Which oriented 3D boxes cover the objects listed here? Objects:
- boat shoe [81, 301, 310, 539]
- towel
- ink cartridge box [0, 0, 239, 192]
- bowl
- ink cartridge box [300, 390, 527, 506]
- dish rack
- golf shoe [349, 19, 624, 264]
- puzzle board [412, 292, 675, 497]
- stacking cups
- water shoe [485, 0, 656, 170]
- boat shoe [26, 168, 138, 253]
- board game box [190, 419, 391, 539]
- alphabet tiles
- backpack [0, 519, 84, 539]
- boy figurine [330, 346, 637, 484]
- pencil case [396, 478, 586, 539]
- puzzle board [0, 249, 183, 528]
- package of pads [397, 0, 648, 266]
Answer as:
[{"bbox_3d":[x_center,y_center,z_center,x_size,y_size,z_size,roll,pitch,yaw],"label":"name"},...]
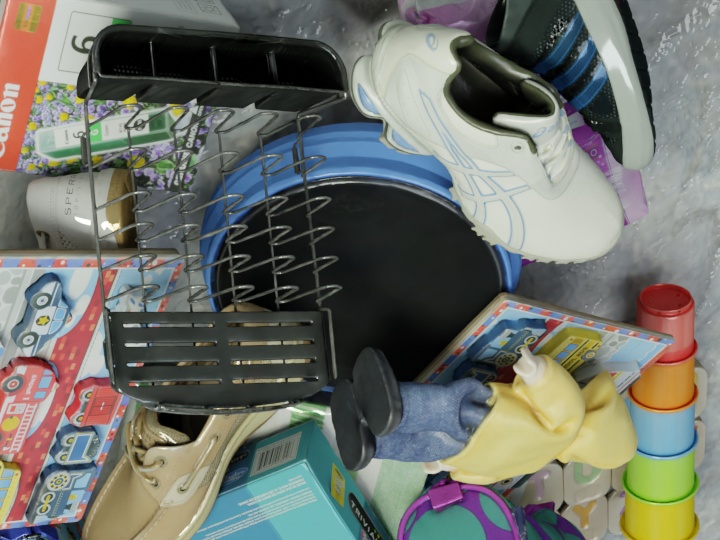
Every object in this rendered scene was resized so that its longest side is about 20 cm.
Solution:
[{"bbox_3d":[-0.114,0.100,1.067,0.201,0.071,0.064,-54,142,8],"label":"boat shoe"},{"bbox_3d":[-0.062,0.145,1.149,0.198,0.023,0.153,14,121,0],"label":"towel"},{"bbox_3d":[-0.177,-0.110,0.978,0.199,0.050,0.110,6,118,-28],"label":"ink cartridge box"},{"bbox_3d":[0.000,0.000,1.084,0.199,0.040,0.202,1,133,1],"label":"bowl"},{"bbox_3d":[0.023,0.152,1.240,0.199,0.047,0.161,2,119,-32],"label":"ink cartridge box"},{"bbox_3d":[-0.075,-0.025,0.948,0.152,0.054,0.202,0,77,-31],"label":"dish rack"},{"bbox_3d":[0.088,-0.066,0.986,0.199,0.097,0.079,33,72,-27],"label":"golf shoe"},{"bbox_3d":[0.091,0.093,1.151,0.150,0.017,0.200,14,134,-34],"label":"puzzle board"},{"bbox_3d":[0.211,0.105,1.264,0.060,0.061,0.201,-16,121,-14],"label":"stacking cups"},{"bbox_3d":[0.112,-0.135,0.999,0.078,0.072,0.201,-14,130,16],"label":"water shoe"},{"bbox_3d":[-0.166,0.011,1.043,0.069,0.071,0.201,5,138,-1],"label":"boat shoe"},{"bbox_3d":[-0.048,0.209,1.145,0.150,0.047,0.201,-23,115,19],"label":"board game box"},{"bbox_3d":[0.165,0.131,1.302,0.199,0.015,0.197,-14,124,-14],"label":"alphabet tiles"},{"bbox_3d":[-0.209,0.243,1.093,0.134,0.200,0.183,-30,127,-3],"label":"backpack"},{"bbox_3d":[0.088,0.086,1.073,0.199,0.065,0.125,2,142,-26],"label":"boy figurine"},{"bbox_3d":[0.095,0.190,1.179,0.084,0.093,0.200,-9,163,19],"label":"pencil case"},{"bbox_3d":[-0.192,0.073,0.979,0.150,0.017,0.201,-2,128,-39],"label":"puzzle board"},{"bbox_3d":[0.100,-0.103,1.089,0.120,0.076,0.201,-22,126,-6],"label":"package of pads"}]
